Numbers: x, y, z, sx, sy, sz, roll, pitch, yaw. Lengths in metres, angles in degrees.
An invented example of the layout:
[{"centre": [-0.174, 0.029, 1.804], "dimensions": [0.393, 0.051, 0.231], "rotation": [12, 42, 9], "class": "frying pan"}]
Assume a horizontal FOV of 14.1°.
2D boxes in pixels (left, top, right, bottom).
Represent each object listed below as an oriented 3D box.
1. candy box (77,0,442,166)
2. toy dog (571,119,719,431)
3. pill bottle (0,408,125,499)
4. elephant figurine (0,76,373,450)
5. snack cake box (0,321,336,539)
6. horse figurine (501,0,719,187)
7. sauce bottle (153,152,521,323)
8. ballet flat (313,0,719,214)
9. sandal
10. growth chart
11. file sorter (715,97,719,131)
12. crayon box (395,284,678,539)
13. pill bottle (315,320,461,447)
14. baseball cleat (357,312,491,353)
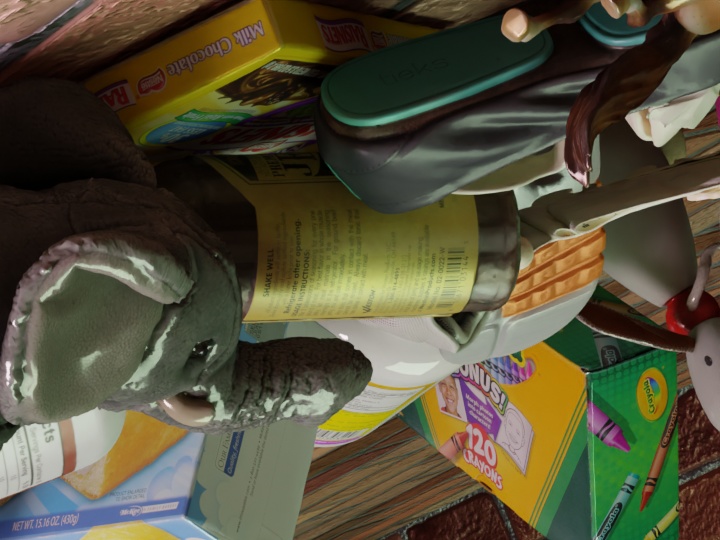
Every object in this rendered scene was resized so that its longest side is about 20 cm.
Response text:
[{"centre": [-0.036, -0.067, 1.098], "dimensions": [0.102, 0.027, 0.200], "rotation": [-22, 172, 21], "class": "candy box"}, {"centre": [0.140, -0.021, 1.386], "dimensions": [0.132, 0.200, 0.096], "rotation": [-50, 156, -14], "class": "toy dog"}, {"centre": [-0.162, 0.037, 1.120], "dimensions": [0.199, 0.113, 0.112], "rotation": [-20, 171, -17], "class": "pill bottle"}, {"centre": [-0.105, 0.007, 0.984], "dimensions": [0.199, 0.142, 0.155], "rotation": [-23, 170, -10], "class": "elephant figurine"}, {"centre": [-0.113, 0.077, 1.238], "dimensions": [0.199, 0.116, 0.067], "rotation": [-12, 145, 39], "class": "snack cake box"}, {"centre": [0.122, -0.123, 0.963], "dimensions": [0.132, 0.050, 0.200], "rotation": [-15, 143, -52], "class": "horse figurine"}, {"centre": [-0.040, -0.012, 1.082], "dimensions": [0.199, 0.065, 0.065], "rotation": [-1, 164, -22], "class": "sauce bottle"}, {"centre": [0.079, -0.071, 1.058], "dimensions": [0.199, 0.073, 0.073], "rotation": [-21, 171, -5], "class": "ballet flat"}, {"centre": [0.069, -0.045, 1.298], "dimensions": [0.079, 0.059, 0.207], "rotation": [-13, 137, -19], "class": "sandal"}, {"centre": [0.140, -0.036, 1.195], "dimensions": [0.199, 0.018, 0.145], "rotation": [-15, -174, 7], "class": "growth chart"}, {"centre": [0.261, -0.042, 1.327], "dimensions": [0.138, 0.201, 0.125], "rotation": [-16, -173, -38], "class": "file sorter"}, {"centre": [0.086, 0.055, 1.507], "dimensions": [0.058, 0.119, 0.200], "rotation": [-19, -149, -25], "class": "crayon box"}, {"centre": [0.005, 0.017, 1.450], "dimensions": [0.104, 0.105, 0.200], "rotation": [-19, 170, -24], "class": "pill bottle"}, {"centre": [0.000, 0.000, 1.235], "dimensions": [0.070, 0.106, 0.200], "rotation": [-60, -172, 1], "class": "baseball cleat"}]
